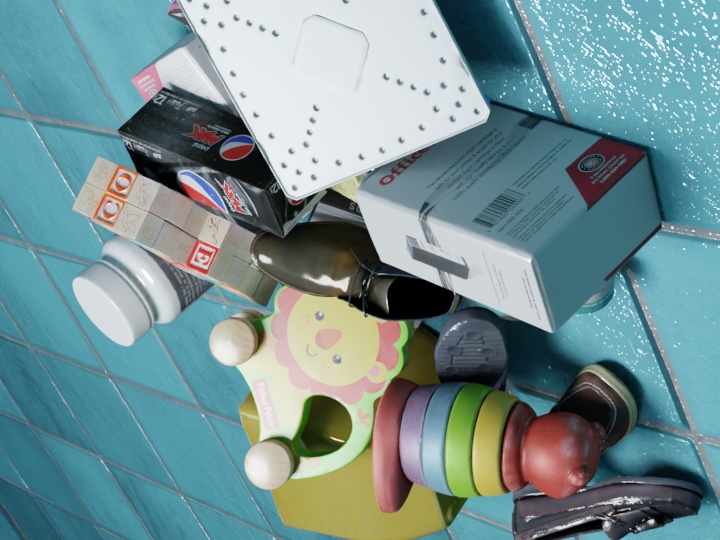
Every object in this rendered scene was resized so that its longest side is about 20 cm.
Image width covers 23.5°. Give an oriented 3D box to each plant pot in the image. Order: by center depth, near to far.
[{"bbox_3d":[0.026,0.167,1.809,0.200,0.194,0.196,14,140,32],"label":"plant pot"}]

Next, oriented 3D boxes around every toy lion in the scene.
[{"bbox_3d":[-0.036,0.094,1.670,0.191,0.069,0.201,-15,93,16],"label":"toy lion"}]

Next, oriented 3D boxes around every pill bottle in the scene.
[{"bbox_3d":[-0.209,-0.015,1.892,0.113,0.200,0.113,36,151,23],"label":"pill bottle"}]

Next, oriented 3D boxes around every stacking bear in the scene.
[{"bbox_3d":[0.122,0.161,1.588,0.199,0.122,0.114,4,127,22],"label":"stacking bear"}]

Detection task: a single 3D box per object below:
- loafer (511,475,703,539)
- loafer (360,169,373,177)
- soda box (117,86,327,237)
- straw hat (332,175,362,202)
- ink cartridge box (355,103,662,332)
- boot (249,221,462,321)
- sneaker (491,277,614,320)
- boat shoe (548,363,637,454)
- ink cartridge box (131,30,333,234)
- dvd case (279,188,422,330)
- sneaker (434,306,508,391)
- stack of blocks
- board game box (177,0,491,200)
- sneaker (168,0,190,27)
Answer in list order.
[{"bbox_3d":[0.233,0.236,1.650,0.200,0.063,0.072,-8,150,36],"label":"loafer"},{"bbox_3d":[-0.040,-0.138,1.475,0.200,0.070,0.070,31,163,8],"label":"loafer"},{"bbox_3d":[-0.130,-0.102,1.608,0.200,0.071,0.063,23,149,37],"label":"soda box"},{"bbox_3d":[0.010,-0.105,1.561,0.201,0.085,0.201,37,152,23],"label":"straw hat"},{"bbox_3d":[0.118,-0.051,1.401,0.200,0.144,0.084,24,145,42],"label":"ink cartridge box"},{"bbox_3d":[0.000,0.000,1.564,0.199,0.075,0.097,11,-174,-7],"label":"boot"},{"bbox_3d":[0.154,0.007,1.522,0.200,0.071,0.080,23,150,50],"label":"sneaker"},{"bbox_3d":[0.202,0.157,1.641,0.072,0.072,0.200,43,154,10],"label":"boat shoe"},{"bbox_3d":[-0.116,-0.144,1.703,0.200,0.083,0.146,54,153,-12],"label":"ink cartridge box"},{"bbox_3d":[0.011,-0.006,1.691,0.150,0.025,0.200,19,153,-5],"label":"dvd case"},{"bbox_3d":[0.107,0.072,1.645,0.070,0.082,0.200,6,150,4],"label":"sneaker"},{"bbox_3d":[-0.171,-0.036,1.680,0.115,0.059,0.200,23,175,33],"label":"stack of blocks"},{"bbox_3d":[-0.020,-0.178,1.396,0.200,0.026,0.200,-21,108,28],"label":"board game box"},{"bbox_3d":[-0.107,-0.262,1.518,0.080,0.087,0.200,22,172,-32],"label":"sneaker"}]
